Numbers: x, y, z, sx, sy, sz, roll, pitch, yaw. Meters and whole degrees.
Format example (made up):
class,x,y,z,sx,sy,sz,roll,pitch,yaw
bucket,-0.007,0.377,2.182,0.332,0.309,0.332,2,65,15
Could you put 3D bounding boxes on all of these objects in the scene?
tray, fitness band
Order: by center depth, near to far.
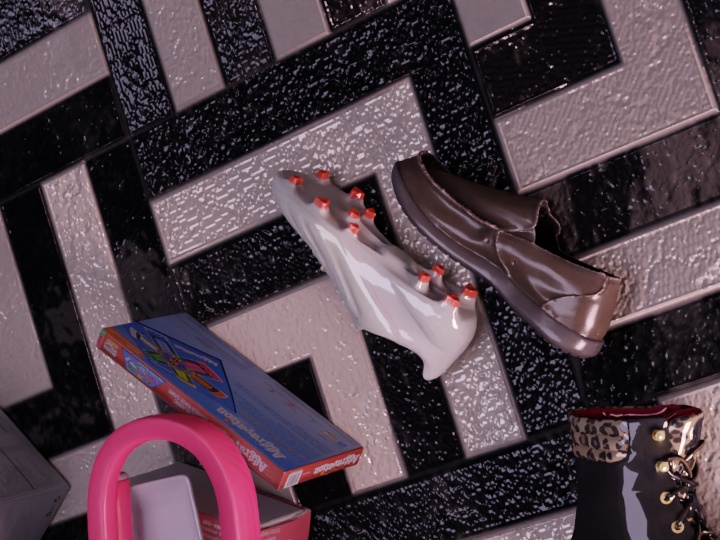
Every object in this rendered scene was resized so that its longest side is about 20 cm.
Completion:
class,x,y,z,sx,sy,sz,roll,pitch,yaw
fitness band,-0.137,0.206,1.401,0.143,0.037,0.202,-3,94,31
tray,-0.145,0.261,1.444,0.107,0.022,0.202,-14,87,33

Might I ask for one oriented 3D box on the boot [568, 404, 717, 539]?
class,x,y,z,sx,sy,sz,roll,pitch,yaw
boot,0.220,0.169,1.252,0.199,0.073,0.152,0,95,40

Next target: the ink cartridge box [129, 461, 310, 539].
class,x,y,z,sx,sy,sz,roll,pitch,yaw
ink cartridge box,-0.128,0.273,1.499,0.145,0.085,0.202,14,105,33

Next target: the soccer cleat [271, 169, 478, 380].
class,x,y,z,sx,sy,sz,roll,pitch,yaw
soccer cleat,0.000,0.000,1.390,0.200,0.069,0.078,40,119,22

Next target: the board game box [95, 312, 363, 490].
class,x,y,z,sx,sy,sz,roll,pitch,yaw
board game box,-0.101,0.097,1.448,0.199,0.103,0.020,35,113,27

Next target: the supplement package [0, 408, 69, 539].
class,x,y,z,sx,sy,sz,roll,pitch,yaw
supplement package,-0.396,0.225,1.610,0.147,0.199,0.192,42,116,23

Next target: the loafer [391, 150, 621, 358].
class,x,y,z,sx,sy,sz,roll,pitch,yaw
loafer,0.107,-0.025,1.316,0.200,0.073,0.071,41,106,19
